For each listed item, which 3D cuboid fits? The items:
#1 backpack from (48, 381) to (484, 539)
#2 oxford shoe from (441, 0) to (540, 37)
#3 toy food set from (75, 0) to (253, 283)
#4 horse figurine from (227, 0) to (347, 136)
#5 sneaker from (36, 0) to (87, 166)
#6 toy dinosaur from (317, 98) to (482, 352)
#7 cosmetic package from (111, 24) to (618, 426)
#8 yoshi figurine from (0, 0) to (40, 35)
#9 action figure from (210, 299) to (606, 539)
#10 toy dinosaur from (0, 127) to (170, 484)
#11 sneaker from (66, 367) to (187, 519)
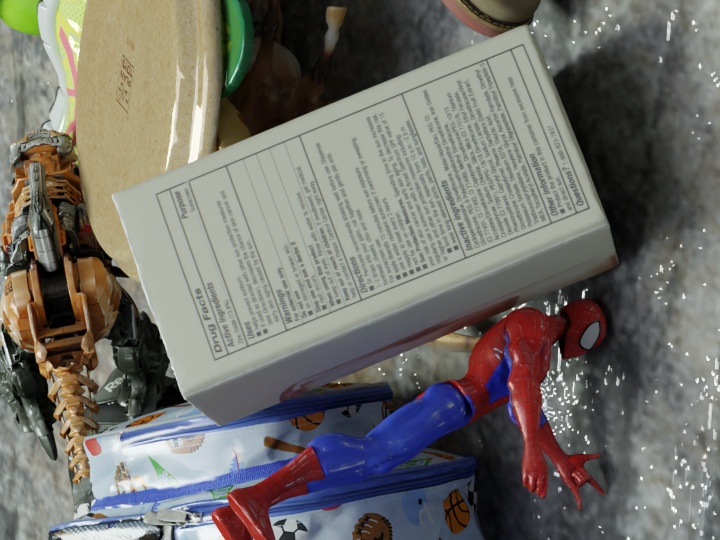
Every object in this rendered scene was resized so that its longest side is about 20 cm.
[{"bbox_3d":[-0.033,0.129,1.356,0.190,0.200,0.155,-2,98,34],"label":"backpack"},{"bbox_3d":[0.047,-0.204,1.276,0.075,0.070,0.201,-30,73,46],"label":"oxford shoe"},{"bbox_3d":[-0.094,-0.092,1.391,0.200,0.048,0.199,-164,76,-68],"label":"toy food set"},{"bbox_3d":[-0.052,-0.114,1.419,0.200,0.050,0.133,-115,32,-49],"label":"horse figurine"},{"bbox_3d":[-0.124,-0.093,1.527,0.090,0.078,0.201,45,141,39],"label":"sneaker"},{"bbox_3d":[0.000,0.000,1.382,0.200,0.060,0.106,57,135,30],"label":"toy dinosaur"},{"bbox_3d":[0.004,-0.017,1.252,0.087,0.199,0.104,57,-168,-75],"label":"cosmetic package"},{"bbox_3d":[-0.161,-0.199,1.562,0.112,0.113,0.200,41,124,-11],"label":"yoshi figurine"},{"bbox_3d":[0.043,0.088,1.249,0.099,0.200,0.065,54,160,4],"label":"action figure"},{"bbox_3d":[-0.158,0.024,1.464,0.136,0.101,0.201,82,-162,-51],"label":"toy dinosaur"},{"bbox_3d":[-0.111,0.090,1.542,0.200,0.066,0.091,-28,76,54],"label":"sneaker"}]
